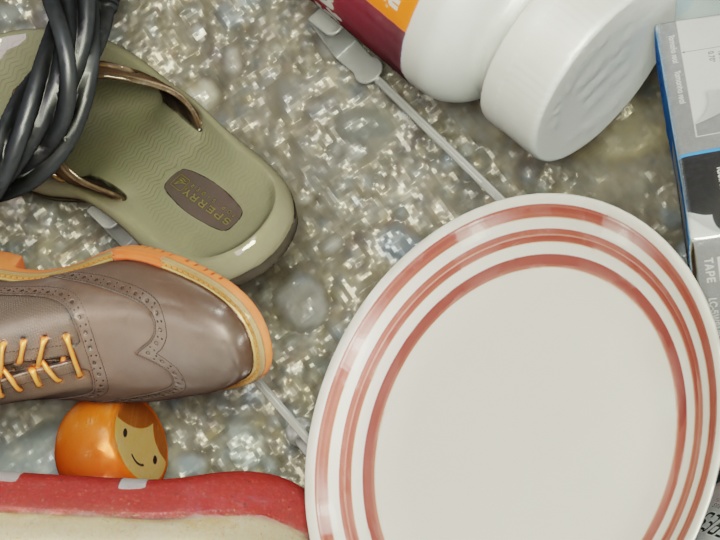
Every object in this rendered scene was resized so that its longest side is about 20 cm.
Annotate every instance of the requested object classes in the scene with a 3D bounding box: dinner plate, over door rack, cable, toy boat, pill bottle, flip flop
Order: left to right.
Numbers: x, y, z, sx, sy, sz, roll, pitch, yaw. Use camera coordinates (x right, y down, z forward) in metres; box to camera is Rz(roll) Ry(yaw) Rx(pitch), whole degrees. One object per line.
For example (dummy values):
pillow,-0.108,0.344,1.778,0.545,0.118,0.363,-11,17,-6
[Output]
cable,-0.168,-0.094,1.034,0.163,0.051,0.201,-28,42,23
toy boat,-0.110,0.109,1.028,0.199,0.131,0.131,3,52,6
flip flop,-0.110,-0.058,1.043,0.200,0.058,0.081,35,80,35
over door rack,0.000,0.000,1.057,0.148,0.067,0.200,-42,66,-3
pill bottle,0.032,-0.142,1.034,0.200,0.110,0.110,41,86,21
dinner plate,0.060,0.068,0.940,0.200,0.024,0.201,-15,65,36

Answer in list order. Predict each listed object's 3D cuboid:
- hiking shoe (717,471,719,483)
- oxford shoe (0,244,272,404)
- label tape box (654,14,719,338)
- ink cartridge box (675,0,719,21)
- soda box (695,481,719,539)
hiking shoe,0.125,0.175,0.982,0.086,0.074,0.201,5,80,5
oxford shoe,-0.128,0.035,1.016,0.199,0.073,0.072,0,117,34
label tape box,0.224,-0.051,0.955,0.199,0.063,0.145,-8,40,7
ink cartridge box,0.191,-0.170,1.003,0.160,0.200,0.047,23,47,9
soda box,0.181,0.179,0.921,0.068,0.064,0.200,-36,100,-12
